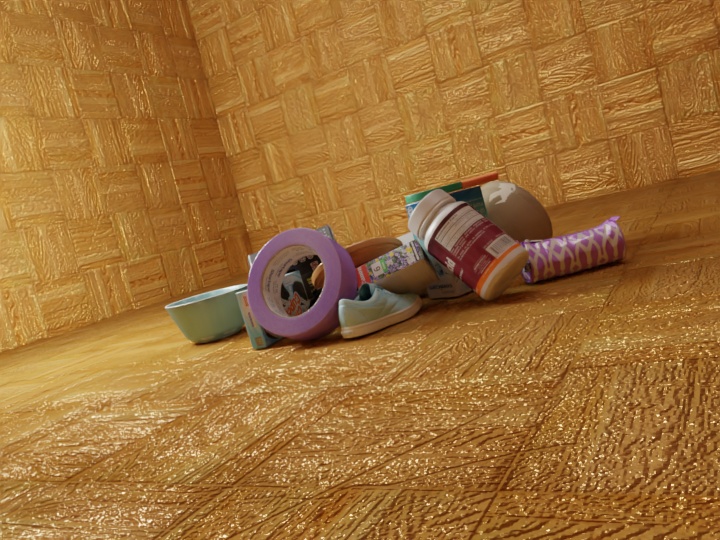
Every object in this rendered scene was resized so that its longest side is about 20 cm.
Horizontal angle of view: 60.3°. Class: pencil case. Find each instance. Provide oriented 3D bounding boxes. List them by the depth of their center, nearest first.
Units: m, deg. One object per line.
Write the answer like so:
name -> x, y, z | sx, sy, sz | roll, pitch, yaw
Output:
pencil case -> 0.388, -0.037, 1.153 | 0.200, 0.086, 0.084 | -13, 4, -2

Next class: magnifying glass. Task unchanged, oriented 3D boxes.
magnifying glass -> 0.192, -0.175, 1.309 | 0.200, 0.022, 0.080 | -14, 4, 1

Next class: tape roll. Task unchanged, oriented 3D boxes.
tape roll -> -0.109, 0.026, 1.141 | 0.200, 0.200, 0.066 | -12, -19, 24

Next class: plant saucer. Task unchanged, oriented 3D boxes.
plant saucer -> 0.000, 0.000, 1.254 | 0.200, 0.038, 0.200 | -20, -21, -8

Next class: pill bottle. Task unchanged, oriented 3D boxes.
pill bottle -> 0.187, -0.050, 1.103 | 0.114, 0.200, 0.114 | -37, -26, -21

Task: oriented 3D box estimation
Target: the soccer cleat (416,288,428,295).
soccer cleat -> 0.110, 0.028, 1.327 | 0.200, 0.069, 0.078 | -18, 3, -11

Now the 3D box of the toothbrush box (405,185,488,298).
toothbrush box -> 0.192, -0.057, 1.263 | 0.146, 0.200, 0.085 | -17, 5, -37

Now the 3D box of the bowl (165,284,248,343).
bowl -> -0.355, 0.108, 1.485 | 0.200, 0.105, 0.201 | -13, 5, 1

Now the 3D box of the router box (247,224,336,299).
router box -> -0.136, -0.001, 1.409 | 0.200, 0.150, 0.062 | -21, 50, -1

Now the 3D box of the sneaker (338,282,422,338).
sneaker -> 0.039, 0.056, 1.116 | 0.074, 0.082, 0.200 | -8, 7, 42

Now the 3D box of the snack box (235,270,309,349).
snack box -> -0.170, 0.076, 1.268 | 0.037, 0.116, 0.200 | -15, 5, 25

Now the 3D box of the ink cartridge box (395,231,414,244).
ink cartridge box -> 0.160, -0.025, 1.395 | 0.116, 0.067, 0.200 | -22, -27, 32

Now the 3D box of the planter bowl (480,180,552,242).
planter bowl -> 0.303, -0.078, 1.373 | 0.135, 0.200, 0.200 | -44, 19, -25

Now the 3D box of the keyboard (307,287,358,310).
keyboard -> -0.049, 0.054, 1.254 | 0.127, 0.021, 0.200 | -14, -24, -23

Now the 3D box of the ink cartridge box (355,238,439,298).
ink cartridge box -> 0.040, 0.023, 1.179 | 0.200, 0.050, 0.109 | -26, -31, 11

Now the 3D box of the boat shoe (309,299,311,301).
boat shoe -> -0.076, 0.056, 1.489 | 0.200, 0.069, 0.075 | -14, 6, -4
